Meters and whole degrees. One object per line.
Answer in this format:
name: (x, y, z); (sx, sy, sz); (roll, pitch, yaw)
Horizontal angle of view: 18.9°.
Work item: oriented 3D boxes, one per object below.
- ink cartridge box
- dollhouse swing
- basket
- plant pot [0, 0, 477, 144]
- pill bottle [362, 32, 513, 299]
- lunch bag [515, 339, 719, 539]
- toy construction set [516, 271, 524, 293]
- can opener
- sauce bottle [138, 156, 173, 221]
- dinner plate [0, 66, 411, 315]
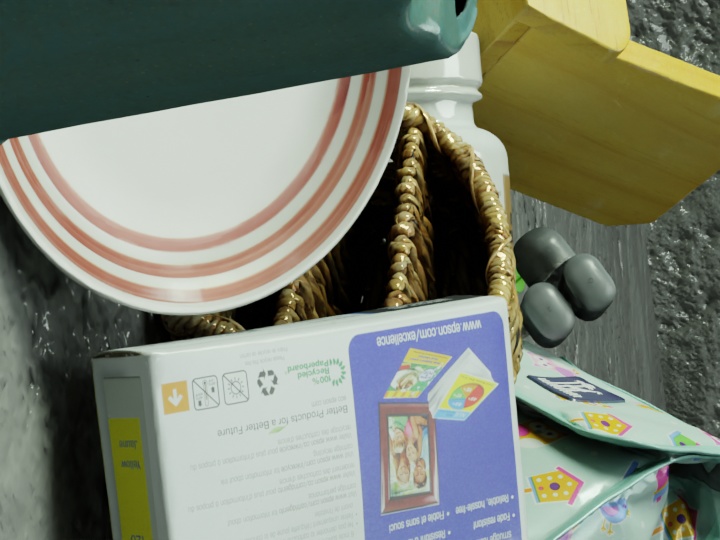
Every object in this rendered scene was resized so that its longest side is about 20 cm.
ink cartridge box: (-0.010, 0.119, 0.871); (0.197, 0.047, 0.201); (-7, 94, -44)
dollhouse swing: (0.125, -0.144, 1.320); (0.200, 0.175, 0.182); (135, -45, -56)
basket: (0.000, 0.000, 1.017); (0.200, 0.142, 0.149); (-80, 162, -47)
plant pot: (-0.072, -0.126, 0.613); (0.200, 0.195, 0.201); (-4, 90, -77)
pill bottle: (0.028, -0.031, 1.216); (0.114, 0.114, 0.201); (5, 82, -77)
lunch bag: (0.073, 0.113, 1.075); (0.200, 0.170, 0.122); (-35, 130, -29)
toy construction set: (0.062, 0.058, 1.335); (0.131, 0.092, 0.201); (-2, 67, -53)
can opener: (0.104, 0.007, 1.222); (0.067, 0.053, 0.200); (55, 0, 6)
sauce bottle: (-0.060, -0.063, 0.922); (0.200, 0.064, 0.065); (-39, 125, -61)
dinner plate: (-0.063, -0.084, 0.815); (0.200, 0.024, 0.201); (-9, 104, -37)
